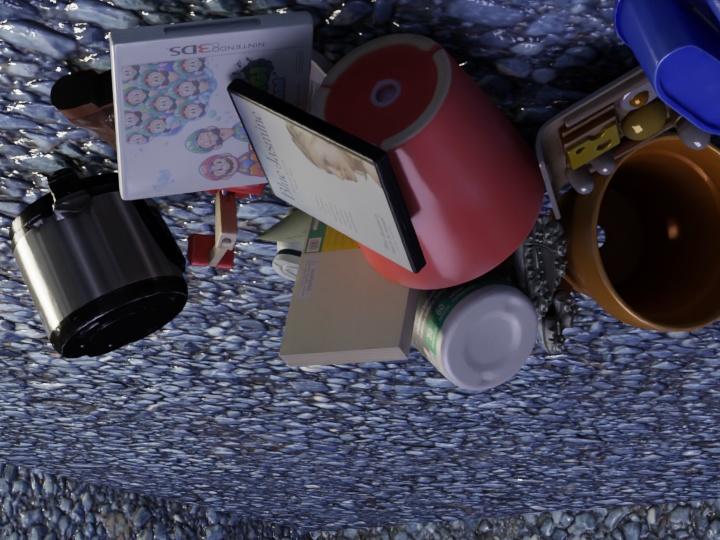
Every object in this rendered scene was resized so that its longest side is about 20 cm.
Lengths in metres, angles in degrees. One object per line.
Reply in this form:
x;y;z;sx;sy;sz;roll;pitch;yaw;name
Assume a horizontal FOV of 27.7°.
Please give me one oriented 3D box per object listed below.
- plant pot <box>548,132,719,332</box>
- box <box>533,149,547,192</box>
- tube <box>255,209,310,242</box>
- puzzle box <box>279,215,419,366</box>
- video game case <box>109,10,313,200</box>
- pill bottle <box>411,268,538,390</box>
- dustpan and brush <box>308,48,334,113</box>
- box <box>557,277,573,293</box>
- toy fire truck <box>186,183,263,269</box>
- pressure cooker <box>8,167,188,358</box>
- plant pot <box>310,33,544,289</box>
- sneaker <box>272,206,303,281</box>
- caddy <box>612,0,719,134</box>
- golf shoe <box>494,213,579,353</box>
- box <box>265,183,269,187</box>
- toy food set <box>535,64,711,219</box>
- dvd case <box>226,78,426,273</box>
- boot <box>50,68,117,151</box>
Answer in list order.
0.291;-0.037;1.559;0.198;0.202;0.183;10;175;-20;plant pot
0.155;-0.100;1.541;0.120;0.033;0.200;-2;173;-19;box
-0.046;-0.057;1.629;0.058;0.052;0.200;41;154;-12;tube
0.000;0.000;1.450;0.132;0.201;0.025;-5;145;27;puzzle box
-0.137;-0.149;1.355;0.180;0.024;0.201;-8;141;-13;video game case
0.084;0.028;1.480;0.112;0.114;0.200;16;-165;-34;pill bottle
-0.042;-0.150;1.449;0.139;0.058;0.199;-14;155;42;dustpan and brush
0.111;-0.023;1.587;0.200;0.021;0.163;41;152;-21;box
-0.142;-0.073;1.552;0.048;0.142;0.200;7;179;-14;toy fire truck
-0.310;-0.020;1.686;0.176;0.201;0.178;-38;161;35;pressure cooker
0.053;-0.111;1.364;0.199;0.202;0.178;-6;144;25;plant pot
-0.007;-0.013;1.775;0.199;0.081;0.076;20;156;-19;sneaker
0.294;-0.201;1.187;0.141;0.106;0.199;-35;143;27;caddy
0.162;0.009;1.494;0.097;0.079;0.201;21;150;26;golf shoe
0.007;-0.091;1.649;0.136;0.040;0.199;-9;158;34;box
0.259;-0.126;1.372;0.199;0.061;0.144;-30;157;4;toy food set
-0.032;-0.085;1.304;0.199;0.018;0.143;30;155;38;dvd case
-0.188;-0.151;1.477;0.185;0.065;0.200;0;162;21;boot
